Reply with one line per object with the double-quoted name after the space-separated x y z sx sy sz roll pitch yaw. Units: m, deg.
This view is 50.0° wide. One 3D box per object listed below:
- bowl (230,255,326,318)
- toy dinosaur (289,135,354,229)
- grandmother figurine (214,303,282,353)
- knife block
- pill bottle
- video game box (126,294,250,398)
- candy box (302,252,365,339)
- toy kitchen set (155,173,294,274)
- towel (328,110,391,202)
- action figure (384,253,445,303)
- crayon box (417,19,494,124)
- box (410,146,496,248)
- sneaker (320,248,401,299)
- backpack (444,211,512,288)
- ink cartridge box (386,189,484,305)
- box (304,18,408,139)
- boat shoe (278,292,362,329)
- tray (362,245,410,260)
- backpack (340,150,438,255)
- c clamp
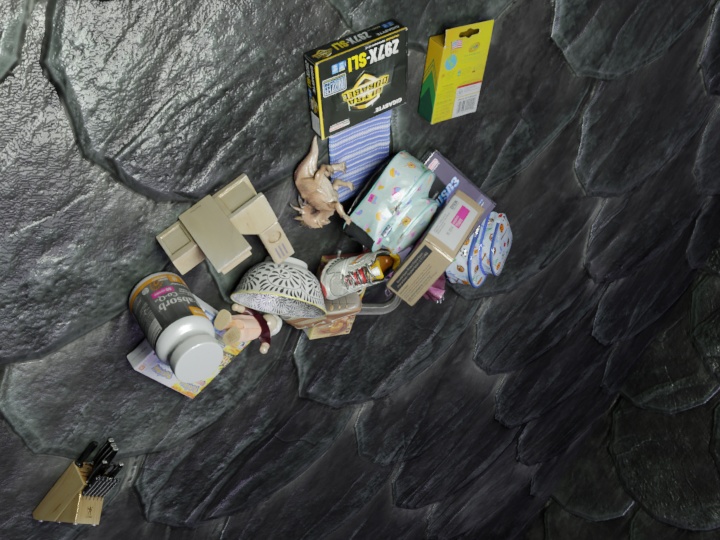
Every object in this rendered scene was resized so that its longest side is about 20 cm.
-0.158 0.027 1.563 0.200 0.199 0.095 30 64 -52 "bowl"
-0.090 -0.154 1.504 0.086 0.134 0.201 -64 140 -49 "toy dinosaur"
-0.223 0.118 1.609 0.060 0.122 0.200 -26 172 20 "grandmother figurine"
-0.592 0.443 1.631 0.198 0.178 0.064 -8 157 32 "knife block"
-0.336 0.103 1.412 0.116 0.200 0.117 -26 141 -23 "pill bottle"
-0.348 0.160 1.587 0.182 0.047 0.200 -43 143 2 "video game box"
-0.055 0.058 1.752 0.114 0.055 0.202 -6 130 -37 "candy box"
-0.227 -0.026 1.420 0.199 0.163 0.181 -37 143 -9 "toy kitchen set"
0.002 -0.233 1.552 0.144 0.024 0.201 -25 140 -22 "towel"
0.123 -0.005 1.819 0.199 0.133 0.150 34 68 -30 "action figure"
0.189 -0.404 1.540 0.126 0.051 0.202 -20 138 -29 "crayon box"
0.166 -0.134 1.707 0.198 0.050 0.200 38 97 -23 "box"
0.000 0.000 1.587 0.199 0.082 0.079 -29 109 -33 "sneaker"
0.272 -0.056 1.837 0.192 0.153 0.200 -63 146 -15 "backpack"
0.153 -0.048 1.569 0.165 0.075 0.200 -54 179 44 "ink cartridge box"
-0.004 -0.350 1.414 0.199 0.049 0.161 -27 139 -21 "box"
-0.080 0.086 1.669 0.072 0.198 0.076 57 39 -39 "boat shoe"
0.079 -0.072 1.752 0.198 0.022 0.109 -12 97 -35 "tray"
0.074 -0.135 1.566 0.201 0.152 0.176 -61 169 11 "backpack"
0.015 0.038 1.702 0.198 0.027 0.172 5 126 -26 "c clamp"
